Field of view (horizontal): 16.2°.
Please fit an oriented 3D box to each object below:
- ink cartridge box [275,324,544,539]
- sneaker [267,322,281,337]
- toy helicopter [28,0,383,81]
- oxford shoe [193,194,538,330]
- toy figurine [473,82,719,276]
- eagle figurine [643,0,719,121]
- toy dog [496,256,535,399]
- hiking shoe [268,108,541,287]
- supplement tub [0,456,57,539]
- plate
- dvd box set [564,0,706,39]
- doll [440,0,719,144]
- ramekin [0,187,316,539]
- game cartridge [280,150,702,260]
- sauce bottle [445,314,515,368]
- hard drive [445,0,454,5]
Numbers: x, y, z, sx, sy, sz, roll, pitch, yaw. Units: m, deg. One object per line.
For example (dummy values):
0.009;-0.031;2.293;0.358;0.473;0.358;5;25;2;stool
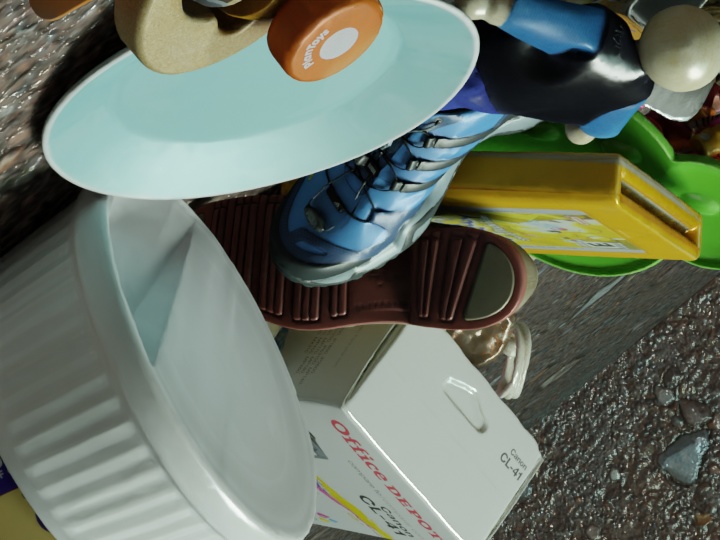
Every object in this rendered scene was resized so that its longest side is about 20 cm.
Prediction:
-0.012;0.087;1.529;0.200;0.148;0.086;5;-127;52;ink cartridge box
-0.076;0.025;1.470;0.200;0.087;0.075;-33;167;-26;sneaker
-0.045;-0.146;0.929;0.132;0.079;0.200;-19;151;-32;toy helicopter
0.000;0.000;1.386;0.075;0.200;0.070;-3;103;-72;oxford shoe
0.184;-0.104;1.541;0.184;0.200;0.150;-55;151;-39;toy figurine
0.235;-0.148;1.425;0.152;0.151;0.200;-63;180;14;eagle figurine
0.076;-0.019;1.736;0.132;0.096;0.200;-97;-162;-60;toy dog
0.023;-0.074;1.302;0.200;0.074;0.087;-43;154;5;hiking shoe
-0.197;0.148;1.273;0.145;0.200;0.145;-30;171;-5;supplement tub
-0.046;-0.084;1.129;0.200;0.026;0.200;-14;160;-5;plate
0.167;-0.177;1.276;0.146;0.029;0.200;-49;-170;0;dvd box set
0.072;-0.099;1.181;0.200;0.048;0.136;1;156;26;doll
-0.110;0.058;1.237;0.094;0.202;0.202;-26;172;14;ramekin
0.073;-0.035;1.418;0.200;0.032;0.176;0;171;23;game cartridge
0.045;-0.003;1.580;0.066;0.066;0.200;-37;-157;4;sauce bottle
0.026;-0.111;1.379;0.132;0.027;0.200;-36;169;-1;hard drive
